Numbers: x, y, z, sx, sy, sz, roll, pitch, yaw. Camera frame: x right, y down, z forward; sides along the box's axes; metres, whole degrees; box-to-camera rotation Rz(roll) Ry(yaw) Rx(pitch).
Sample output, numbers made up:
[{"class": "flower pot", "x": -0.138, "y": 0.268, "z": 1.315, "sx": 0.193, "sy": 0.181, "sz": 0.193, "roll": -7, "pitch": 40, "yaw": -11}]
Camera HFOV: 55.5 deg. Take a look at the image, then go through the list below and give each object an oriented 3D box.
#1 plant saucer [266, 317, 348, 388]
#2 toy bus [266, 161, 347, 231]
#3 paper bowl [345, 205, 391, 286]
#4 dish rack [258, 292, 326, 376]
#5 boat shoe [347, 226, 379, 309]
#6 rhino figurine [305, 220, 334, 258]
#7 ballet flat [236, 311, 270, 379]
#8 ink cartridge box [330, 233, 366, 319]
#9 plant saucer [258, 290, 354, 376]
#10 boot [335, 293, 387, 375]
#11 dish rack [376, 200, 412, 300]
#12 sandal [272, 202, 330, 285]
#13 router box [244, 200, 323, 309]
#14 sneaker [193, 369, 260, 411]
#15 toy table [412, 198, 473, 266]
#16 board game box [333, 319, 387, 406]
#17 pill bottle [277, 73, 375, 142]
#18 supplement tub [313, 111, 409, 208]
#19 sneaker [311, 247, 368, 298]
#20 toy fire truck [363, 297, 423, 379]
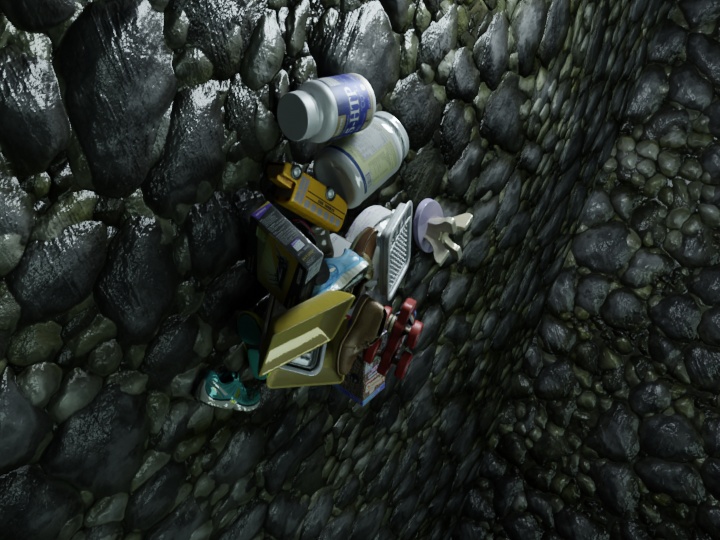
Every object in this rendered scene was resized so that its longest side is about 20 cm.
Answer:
[{"class": "plant saucer", "x": -0.132, "y": 0.186, "z": 1.653, "sx": 0.193, "sy": 0.049, "sz": 0.205, "roll": -2, "pitch": 122, "yaw": -11}, {"class": "toy bus", "x": -0.115, "y": -0.157, "z": 1.441, "sx": 0.198, "sy": 0.064, "sz": 0.080, "roll": 27, "pitch": 80, "yaw": -45}, {"class": "paper bowl", "x": 0.048, "y": -0.056, "z": 1.777, "sx": 0.200, "sy": 0.103, "sz": 0.205, "roll": -38, "pitch": 142, "yaw": -38}, {"class": "dish rack", "x": -0.147, "y": 0.121, "z": 1.527, "sx": 0.168, "sy": 0.043, "sz": 0.206, "roll": 20, "pitch": 73, "yaw": -34}, {"class": "boat shoe", "x": 0.000, "y": 0.000, "z": 1.609, "sx": 0.204, "sy": 0.073, "sz": 0.075, "roll": -63, "pitch": 149, "yaw": -4}, {"class": "rhino figurine", "x": -0.104, "y": -0.095, "z": 1.550, "sx": 0.086, "sy": 0.059, "sz": 0.206, "roll": -21, "pitch": 117, "yaw": -33}, {"class": "ballet flat", "x": -0.232, "y": 0.155, "z": 1.546, "sx": 0.068, "sy": 0.065, "sz": 0.205, "roll": -61, "pitch": 152, "yaw": -48}, {"class": "ink cartridge box", "x": -0.067, "y": 0.037, "z": 1.684, "sx": 0.145, "sy": 0.082, "sz": 0.203, "roll": -46, "pitch": 144, "yaw": -28}, {"class": "plant saucer", "x": -0.123, "y": 0.120, "z": 1.408, "sx": 0.196, "sy": 0.049, "sz": 0.201, "roll": -25, "pitch": 159, "yaw": -30}, {"class": "boot", "x": 0.000, "y": 0.165, "z": 1.610, "sx": 0.073, "sy": 0.074, "sz": 0.205, "roll": -6, "pitch": 120, "yaw": -66}, {"class": "dish rack", "x": 0.078, "y": -0.051, "z": 1.648, "sx": 0.173, "sy": 0.042, "sz": 0.204, "roll": -59, "pitch": 155, "yaw": -46}, {"class": "sandal", "x": -0.123, "y": -0.063, "z": 1.457, "sx": 0.075, "sy": 0.045, "sz": 0.202, "roll": -39, "pitch": 97, "yaw": -35}, {"class": "router box", "x": -0.158, "y": -0.019, "z": 1.371, "sx": 0.052, "sy": 0.157, "sz": 0.201, "roll": -41, "pitch": 166, "yaw": -29}, {"class": "sneaker", "x": -0.286, "y": 0.266, "z": 1.531, "sx": 0.199, "sy": 0.076, "sz": 0.082, "roll": 27, "pitch": 81, "yaw": -59}, {"class": "toy table", "x": 0.237, "y": -0.111, "z": 2.012, "sx": 0.187, "sy": 0.115, "sz": 0.200, "roll": -59, "pitch": 150, "yaw": -8}, {"class": "board game box", "x": -0.019, "y": 0.224, "z": 1.822, "sx": 0.096, "sy": 0.157, "sz": 0.205, "roll": -32, "pitch": 137, "yaw": -38}, {"class": "pill bottle", "x": -0.070, "y": -0.325, "z": 1.385, "sx": 0.198, "sy": 0.118, "sz": 0.123, "roll": -27, "pitch": 134, "yaw": -45}, {"class": "supplement tub", "x": 0.004, "y": -0.250, "z": 1.527, "sx": 0.200, "sy": 0.143, "sz": 0.148, "roll": -43, "pitch": 144, "yaw": -31}, {"class": "sneaker", "x": -0.077, "y": 0.022, "z": 1.531, "sx": 0.198, "sy": 0.090, "sz": 0.079, "roll": -35, "pitch": 161, "yaw": -23}, {"class": "toy fire truck", "x": 0.093, "y": 0.159, "z": 1.703, "sx": 0.168, "sy": 0.109, "sz": 0.205, "roll": -42, "pitch": 153, "yaw": -71}]
